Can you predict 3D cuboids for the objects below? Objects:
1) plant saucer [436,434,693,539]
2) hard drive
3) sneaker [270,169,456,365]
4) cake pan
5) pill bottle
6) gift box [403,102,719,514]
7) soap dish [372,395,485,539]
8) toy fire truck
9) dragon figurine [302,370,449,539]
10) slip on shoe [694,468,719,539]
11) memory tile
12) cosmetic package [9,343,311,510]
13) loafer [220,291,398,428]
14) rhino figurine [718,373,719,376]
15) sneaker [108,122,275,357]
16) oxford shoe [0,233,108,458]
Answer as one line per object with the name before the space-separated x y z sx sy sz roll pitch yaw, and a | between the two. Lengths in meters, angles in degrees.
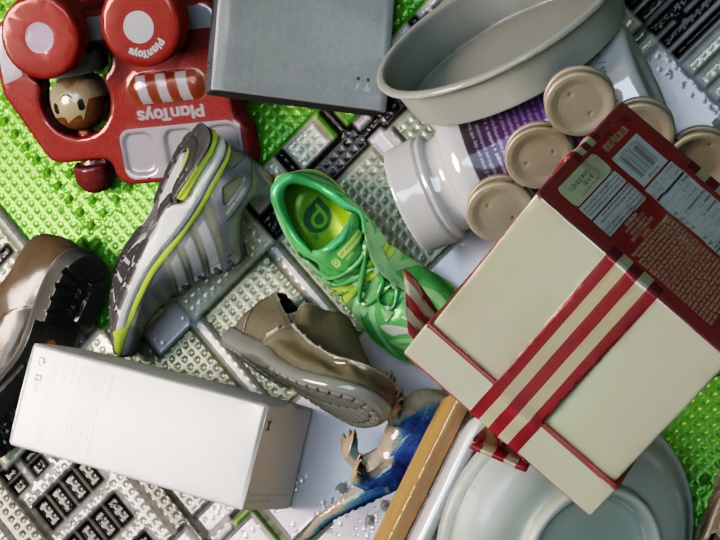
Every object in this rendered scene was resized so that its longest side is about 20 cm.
plant saucer | 0.151 0.193 1.502 0.199 0.050 0.202 -5 103 -20
hard drive | -0.042 -0.227 1.658 0.139 0.033 0.202 6 85 -17
sneaker | 0.000 0.000 1.629 0.200 0.084 0.074 42 97 17
cake pan | 0.107 -0.168 1.570 0.199 0.201 0.037 -25 113 15
pill bottle | 0.123 -0.090 1.583 0.199 0.111 0.112 -24 77 14
gift box | 0.146 0.017 1.424 0.200 0.184 0.187 43 127 9
soap dish | 0.085 0.198 1.550 0.157 0.081 0.201 25 94 -24
toy fire truck | -0.186 -0.146 1.702 0.199 0.112 0.169 -6 104 15
dragon figurine | 0.041 0.140 1.601 0.099 0.059 0.201 27 100 -21
slip on shoe | 0.270 0.176 1.505 0.076 0.061 0.201 28 109 10
memory tile | 0.189 -0.051 1.533 0.199 0.017 0.154 26 119 -16
cosmetic package | -0.150 0.118 1.655 0.199 0.108 0.085 14 89 20
loafer | -0.034 0.057 1.605 0.070 0.075 0.200 -56 36 -7
rhino figurine | 0.337 0.078 1.522 0.199 0.060 0.088 -1 81 20
sneaker | -0.134 -0.011 1.680 0.081 0.074 0.201 24 113 -19
oxford shoe | -0.276 0.063 1.730 0.084 0.073 0.201 30 92 35
